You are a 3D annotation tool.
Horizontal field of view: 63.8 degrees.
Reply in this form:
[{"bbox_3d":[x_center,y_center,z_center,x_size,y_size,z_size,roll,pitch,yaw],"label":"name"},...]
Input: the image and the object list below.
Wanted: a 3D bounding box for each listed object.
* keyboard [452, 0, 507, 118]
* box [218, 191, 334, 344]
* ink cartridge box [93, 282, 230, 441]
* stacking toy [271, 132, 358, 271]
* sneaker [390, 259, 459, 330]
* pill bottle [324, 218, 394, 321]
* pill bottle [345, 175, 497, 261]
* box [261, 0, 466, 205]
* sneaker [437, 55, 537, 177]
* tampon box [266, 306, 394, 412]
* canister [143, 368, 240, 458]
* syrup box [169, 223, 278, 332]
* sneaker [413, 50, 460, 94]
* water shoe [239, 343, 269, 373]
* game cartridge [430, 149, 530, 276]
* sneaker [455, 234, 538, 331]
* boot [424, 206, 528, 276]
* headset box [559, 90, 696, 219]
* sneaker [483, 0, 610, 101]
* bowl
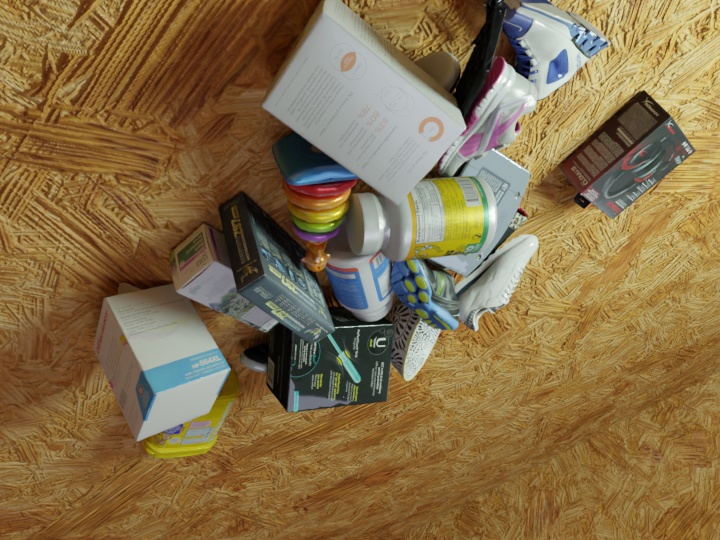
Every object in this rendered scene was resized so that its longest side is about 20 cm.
[{"bbox_3d":[0.136,-0.247,0.691,0.020,0.129,0.200,17,170,-1],"label":"keyboard"},{"bbox_3d":[-0.121,0.001,0.853,0.051,0.159,0.200,-30,144,11],"label":"box"},{"bbox_3d":[-0.312,0.123,0.881,0.124,0.201,0.129,-13,147,-43],"label":"ink cartridge box"},{"bbox_3d":[-0.058,-0.081,0.801,0.114,0.110,0.203,-10,132,-17],"label":"stacking toy"},{"bbox_3d":[0.112,0.026,0.972,0.070,0.084,0.200,-4,145,35],"label":"sneaker"},{"bbox_3d":[0.000,0.000,0.957,0.110,0.113,0.201,-21,144,-4],"label":"pill bottle"},{"bbox_3d":[0.084,-0.073,0.825,0.196,0.114,0.114,-6,141,-19],"label":"pill bottle"},{"bbox_3d":[0.005,-0.194,0.669,0.198,0.098,0.124,33,120,-20],"label":"box"},{"bbox_3d":[0.171,-0.192,0.799,0.087,0.083,0.200,20,148,-13],"label":"sneaker"},{"bbox_3d":[-0.057,0.154,1.051,0.196,0.126,0.153,0,102,-27],"label":"tampon box"},{"bbox_3d":[-0.333,0.277,1.140,0.146,0.087,0.201,5,134,-34],"label":"canister"},{"bbox_3d":[-0.192,0.017,0.897,0.078,0.082,0.199,-36,142,15],"label":"syrup box"},{"bbox_3d":[0.079,-0.202,0.796,0.111,0.074,0.200,9,136,-48],"label":"sneaker"},{"bbox_3d":[-0.137,0.147,1.121,0.197,0.071,0.080,3,109,-30],"label":"water shoe"},{"bbox_3d":[0.182,-0.095,0.936,0.132,0.042,0.202,22,106,-31],"label":"game cartridge"},{"bbox_3d":[0.252,0.020,1.044,0.200,0.081,0.076,-45,149,13],"label":"sneaker"},{"bbox_3d":[0.192,-0.072,1.014,0.201,0.074,0.154,14,126,-42],"label":"boot"},{"bbox_3d":[0.457,-0.187,1.010,0.147,0.076,0.200,19,126,-44],"label":"headset box"},{"bbox_3d":[0.231,-0.285,0.758,0.197,0.081,0.116,5,133,-35],"label":"sneaker"},{"bbox_3d":[0.092,0.100,1.120,0.201,0.093,0.203,-51,155,-35],"label":"bowl"}]
